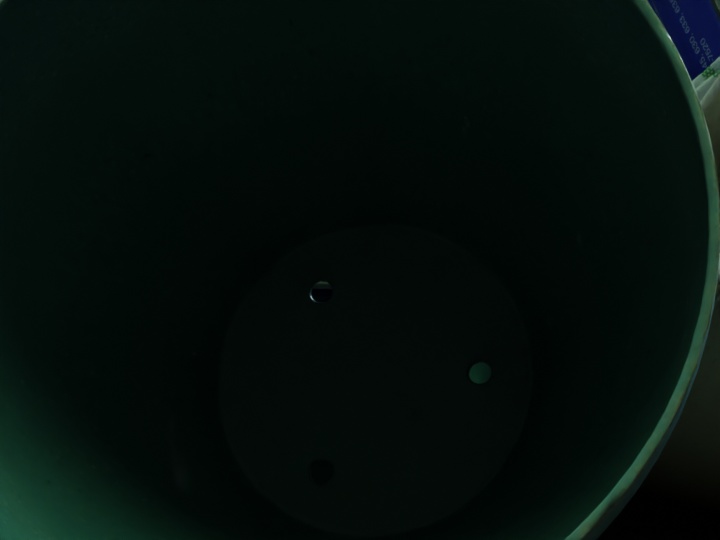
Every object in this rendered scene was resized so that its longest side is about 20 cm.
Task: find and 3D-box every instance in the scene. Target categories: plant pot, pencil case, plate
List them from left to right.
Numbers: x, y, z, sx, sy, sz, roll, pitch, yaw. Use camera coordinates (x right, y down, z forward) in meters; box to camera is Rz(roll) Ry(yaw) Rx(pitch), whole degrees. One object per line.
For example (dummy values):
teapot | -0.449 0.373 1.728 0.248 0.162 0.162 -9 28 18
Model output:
pencil case | -0.044 0.035 0.657 0.199 0.093 0.085 8 -29 26
plant pot | -0.006 0.011 0.520 0.199 0.202 0.135 5 -17 12
plate | 0.021 -0.035 0.688 0.198 0.033 0.200 0 17 3

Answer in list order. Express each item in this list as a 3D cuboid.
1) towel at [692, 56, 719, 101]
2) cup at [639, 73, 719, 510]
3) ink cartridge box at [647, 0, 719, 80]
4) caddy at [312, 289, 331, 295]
towel | 0.188 -0.034 0.812 0.200 0.150 0.031 -39 -23 15
cup | 0.179 0.014 0.713 0.143 0.201 0.200 30 3 -4
ink cartridge box | 0.209 -0.083 0.867 0.199 0.199 0.047 -19 -18 -11
caddy | 0.000 0.000 0.852 0.199 0.143 0.105 7 0 41
